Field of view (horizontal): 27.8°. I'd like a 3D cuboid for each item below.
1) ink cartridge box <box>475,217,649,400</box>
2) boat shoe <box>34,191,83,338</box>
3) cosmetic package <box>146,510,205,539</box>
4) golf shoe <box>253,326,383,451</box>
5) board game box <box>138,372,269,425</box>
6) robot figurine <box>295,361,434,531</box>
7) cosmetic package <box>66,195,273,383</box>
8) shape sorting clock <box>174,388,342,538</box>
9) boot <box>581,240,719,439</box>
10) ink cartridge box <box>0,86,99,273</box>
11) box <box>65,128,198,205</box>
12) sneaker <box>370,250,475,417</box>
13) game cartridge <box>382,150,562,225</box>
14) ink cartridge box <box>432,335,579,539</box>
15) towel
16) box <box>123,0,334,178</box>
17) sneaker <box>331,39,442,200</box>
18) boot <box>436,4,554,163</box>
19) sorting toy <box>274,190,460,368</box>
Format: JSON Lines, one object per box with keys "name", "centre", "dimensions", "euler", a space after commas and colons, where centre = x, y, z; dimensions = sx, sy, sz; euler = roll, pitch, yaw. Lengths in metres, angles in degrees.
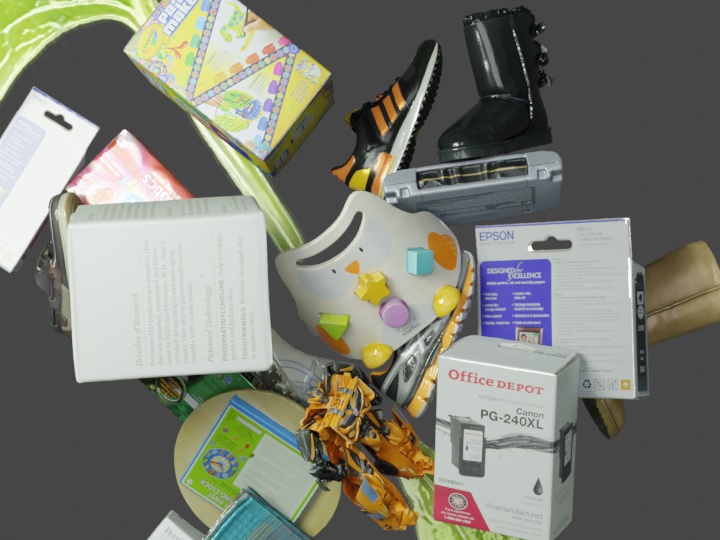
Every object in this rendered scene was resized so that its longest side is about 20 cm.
{"name": "ink cartridge box", "centre": [0.226, 0.044, 1.645], "dimensions": [0.198, 0.043, 0.201], "euler": [-1, 91, 34]}
{"name": "boat shoe", "centre": [-0.336, 0.000, 1.640], "dimensions": [0.065, 0.072, 0.200], "euler": [4, 131, 7]}
{"name": "cosmetic package", "centre": [-0.243, 0.386, 1.661], "dimensions": [0.101, 0.071, 0.200], "euler": [38, 87, 1]}
{"name": "golf shoe", "centre": [-0.056, 0.125, 1.686], "dimensions": [0.097, 0.078, 0.200], "euler": [-38, 94, -19]}
{"name": "board game box", "centre": [-0.199, 0.115, 1.679], "dimensions": [0.200, 0.023, 0.105], "euler": [45, 112, 1]}
{"name": "robot figurine", "centre": [0.006, 0.193, 1.617], "dimensions": [0.200, 0.058, 0.145], "euler": [51, 47, -34]}
{"name": "cosmetic package", "centre": [-0.200, 0.015, 1.531], "dimensions": [0.199, 0.167, 0.167], "euler": [-4, 100, -6]}
{"name": "shape sorting clock", "centre": [-0.117, 0.227, 1.659], "dimensions": [0.199, 0.039, 0.201], "euler": [3, 106, 10]}
{"name": "boot", "centre": [0.340, 0.080, 1.687], "dimensions": [0.199, 0.066, 0.176], "euler": [-21, 88, -3]}
{"name": "ink cartridge box", "centre": [-0.393, -0.105, 1.700], "dimensions": [0.095, 0.037, 0.200], "euler": [31, 90, 2]}
{"name": "box", "centre": [-0.229, -0.056, 1.669], "dimensions": [0.200, 0.095, 0.100], "euler": [45, 89, 1]}
{"name": "sneaker", "centre": [0.077, 0.066, 1.680], "dimensions": [0.077, 0.078, 0.201], "euler": [23, 85, 11]}
{"name": "game cartridge", "centre": [0.130, -0.089, 1.655], "dimensions": [0.199, 0.133, 0.041], "euler": [-7, 70, 4]}
{"name": "ink cartridge box", "centre": [0.161, 0.185, 1.620], "dimensions": [0.145, 0.083, 0.201], "euler": [7, 106, 27]}
{"name": "towel", "centre": [-0.141, 0.357, 1.626], "dimensions": [0.147, 0.022, 0.200], "euler": [42, 86, -27]}
{"name": "box", "centre": [-0.140, -0.216, 1.626], "dimensions": [0.192, 0.200, 0.122], "euler": [38, 88, 2]}
{"name": "sneaker", "centre": [0.030, -0.185, 1.693], "dimensions": [0.090, 0.070, 0.201], "euler": [19, 84, 9]}
{"name": "boot", "centre": [0.146, -0.212, 1.649], "dimensions": [0.198, 0.073, 0.163], "euler": [-17, 100, -45]}
{"name": "sorting toy", "centre": [0.000, 0.000, 1.609], "dimensions": [0.200, 0.107, 0.180], "euler": [-39, 129, 8]}
